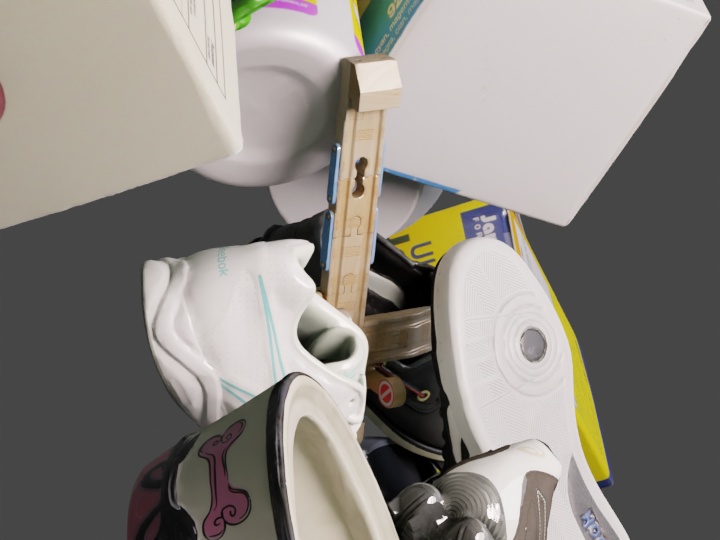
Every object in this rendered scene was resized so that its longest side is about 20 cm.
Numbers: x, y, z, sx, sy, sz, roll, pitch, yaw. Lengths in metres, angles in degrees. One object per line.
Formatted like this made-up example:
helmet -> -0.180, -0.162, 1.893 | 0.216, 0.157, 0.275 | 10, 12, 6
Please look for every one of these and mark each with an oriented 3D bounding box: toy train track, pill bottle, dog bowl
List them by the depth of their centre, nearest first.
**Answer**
dog bowl -> -0.029, 0.146, 1.080 | 0.200, 0.074, 0.200 | -17, 90, -79
toy train track -> 0.000, 0.000, 1.270 | 0.033, 0.115, 0.200 | 32, -57, 49
pill bottle -> -0.056, -0.142, 1.326 | 0.104, 0.104, 0.200 | 63, 14, -44
pill bottle -> 0.000, -0.080, 1.506 | 0.200, 0.109, 0.109 | -73, 144, -72

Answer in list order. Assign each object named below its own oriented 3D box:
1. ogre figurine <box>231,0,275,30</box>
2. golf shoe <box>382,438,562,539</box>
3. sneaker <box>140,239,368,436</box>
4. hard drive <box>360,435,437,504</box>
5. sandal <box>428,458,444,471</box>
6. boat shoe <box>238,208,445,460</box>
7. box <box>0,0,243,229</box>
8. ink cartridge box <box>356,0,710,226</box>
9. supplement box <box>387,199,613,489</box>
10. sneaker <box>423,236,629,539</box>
ogre figurine -> -0.090, -0.142, 1.096 | 0.120, 0.098, 0.200 | 59, -6, -4
golf shoe -> 0.049, 0.154, 1.245 | 0.078, 0.094, 0.200 | 41, -36, 18
sneaker -> -0.028, 0.067, 1.203 | 0.070, 0.080, 0.200 | -98, 168, -49
hard drive -> 0.018, 0.148, 1.410 | 0.200, 0.042, 0.135 | 28, 45, -76
sandal -> 0.033, 0.056, 1.455 | 0.200, 0.048, 0.075 | 54, 4, 10
boat shoe -> 0.025, 0.036, 1.365 | 0.201, 0.063, 0.074 | 35, 46, -36
box -> -0.127, -0.130, 0.911 | 0.128, 0.109, 0.200 | -97, 166, -46
ink cartridge box -> 0.057, -0.153, 1.399 | 0.147, 0.145, 0.200 | 15, 35, -27
supplement box -> 0.070, 0.059, 1.650 | 0.200, 0.109, 0.109 | 58, 17, -57
sneaker -> 0.052, 0.084, 1.316 | 0.073, 0.112, 0.200 | -26, 102, -36
